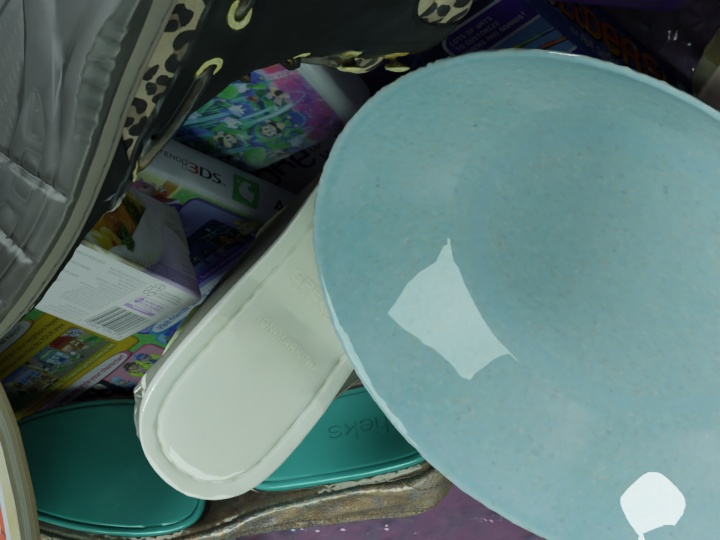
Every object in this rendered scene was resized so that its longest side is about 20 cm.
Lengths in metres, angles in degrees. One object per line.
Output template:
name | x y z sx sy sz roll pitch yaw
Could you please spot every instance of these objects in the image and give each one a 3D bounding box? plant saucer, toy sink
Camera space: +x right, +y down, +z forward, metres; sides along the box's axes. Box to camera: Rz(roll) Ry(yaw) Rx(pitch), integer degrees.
plant saucer | 0.080 0.008 0.706 0.200 0.039 0.202 18 133 21
toy sink | 0.173 -0.059 0.761 0.112 0.200 0.131 36 138 5

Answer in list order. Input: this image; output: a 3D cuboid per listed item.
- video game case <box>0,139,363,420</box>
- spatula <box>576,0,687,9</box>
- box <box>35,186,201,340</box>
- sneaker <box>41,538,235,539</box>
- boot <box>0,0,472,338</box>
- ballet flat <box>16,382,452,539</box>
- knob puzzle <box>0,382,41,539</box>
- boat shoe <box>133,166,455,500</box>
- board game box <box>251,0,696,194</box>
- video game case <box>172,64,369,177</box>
video game case | -0.077 0.024 0.884 0.182 0.022 0.200 23 140 -32
spatula | 0.004 -0.087 0.720 0.199 0.021 0.057 -8 160 21
box | -0.119 -0.022 0.707 0.041 0.039 0.200 -27 155 19
sneaker | -0.156 0.132 1.032 0.199 0.084 0.081 8 139 -7
boot | -0.046 -0.065 0.632 0.150 0.073 0.201 -11 136 -51
ballet flat | -0.054 0.087 0.903 0.199 0.068 0.067 -3 154 8
knob puzzle | -0.195 0.045 0.852 0.219 0.030 0.220 31 138 32
boat shoe | -0.002 -0.002 0.789 0.202 0.060 0.072 -44 100 -4
board game box | 0.022 -0.038 0.863 0.200 0.035 0.135 -31 130 32
video game case | -0.125 -0.092 0.787 0.181 0.024 0.200 -22 127 29
